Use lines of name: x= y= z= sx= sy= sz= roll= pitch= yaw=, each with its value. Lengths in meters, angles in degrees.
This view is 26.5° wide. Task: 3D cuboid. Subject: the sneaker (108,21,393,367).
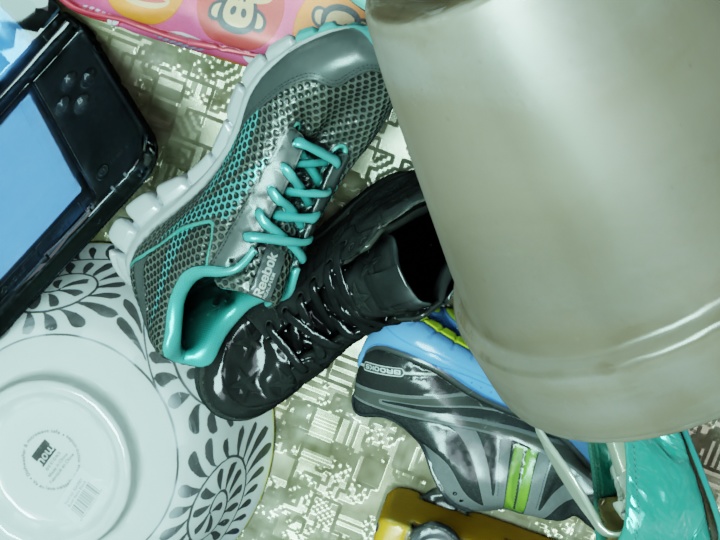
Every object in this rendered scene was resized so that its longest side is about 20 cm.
sneaker: x=-0.042 y=-0.028 z=0.720 sx=0.077 sy=0.092 sz=0.200 roll=18 pitch=130 yaw=-36

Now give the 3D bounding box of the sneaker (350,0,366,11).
sneaker: x=-0.011 y=-0.215 z=0.660 sx=0.199 sy=0.078 sz=0.140 roll=39 pitch=105 yaw=9

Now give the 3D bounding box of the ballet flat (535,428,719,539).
ballet flat: x=0.112 y=0.048 z=0.725 sx=0.070 sy=0.067 sz=0.202 roll=-11 pitch=76 yaw=-14

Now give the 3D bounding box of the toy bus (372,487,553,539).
toy bus: x=0.097 y=0.182 z=0.800 sx=0.198 sy=0.065 sz=0.079 roll=19 pitch=102 yaw=4

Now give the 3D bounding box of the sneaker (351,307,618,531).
sneaker: x=0.083 y=0.095 z=0.793 sx=0.198 sy=0.071 sz=0.083 roll=33 pitch=113 yaw=3

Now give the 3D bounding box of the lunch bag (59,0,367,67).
lunch bag: x=-0.047 y=-0.191 z=0.760 sx=0.198 sy=0.082 sz=0.178 roll=17 pitch=96 yaw=3

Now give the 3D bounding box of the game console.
game console: x=-0.228 y=-0.060 z=0.776 sx=0.200 sy=0.116 sz=0.176 roll=-45 pitch=50 yaw=12

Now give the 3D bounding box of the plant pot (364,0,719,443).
plant pot: x=0.095 y=-0.065 z=0.603 sx=0.199 sy=0.201 sz=0.174 roll=-31 pitch=116 yaw=11

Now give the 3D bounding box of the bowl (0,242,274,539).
bowl: x=-0.150 y=0.092 z=0.804 sx=0.198 sy=0.094 sz=0.204 roll=1 pitch=99 yaw=8

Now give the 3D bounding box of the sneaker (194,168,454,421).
sneaker: x=0.002 y=0.002 z=0.749 sx=0.200 sy=0.104 sz=0.060 roll=-44 pitch=105 yaw=-8
